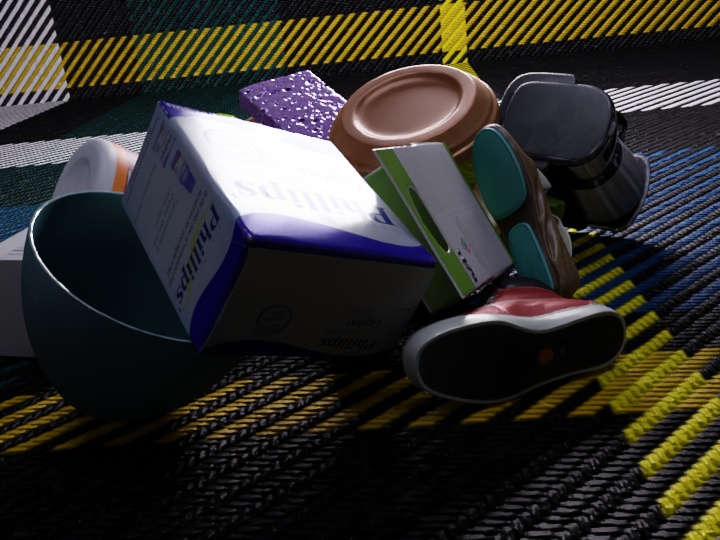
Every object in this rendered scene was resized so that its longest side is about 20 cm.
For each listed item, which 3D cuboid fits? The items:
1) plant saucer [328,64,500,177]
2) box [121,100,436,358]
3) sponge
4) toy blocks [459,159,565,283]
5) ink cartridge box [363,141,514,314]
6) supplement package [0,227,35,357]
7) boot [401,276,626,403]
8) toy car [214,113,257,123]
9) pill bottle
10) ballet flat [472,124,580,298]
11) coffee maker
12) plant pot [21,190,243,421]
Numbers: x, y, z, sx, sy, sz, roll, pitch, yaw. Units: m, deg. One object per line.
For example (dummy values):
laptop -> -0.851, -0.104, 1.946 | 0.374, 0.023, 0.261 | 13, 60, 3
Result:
plant saucer -> 0.057, -0.175, 0.918 | 0.199, 0.038, 0.201 | -10, 43, 9
box -> -0.070, -0.031, 0.661 | 0.183, 0.105, 0.200 | 6, 34, -40
sponge -> -0.060, -0.191, 1.044 | 0.111, 0.030, 0.200 | -23, 50, -29
toy blocks -> 0.108, -0.048, 0.910 | 0.199, 0.100, 0.137 | 23, 57, 22
ink cartridge box -> 0.057, -0.038, 0.749 | 0.076, 0.148, 0.200 | -32, -4, 24
supplement package -> -0.304, 0.002, 0.888 | 0.109, 0.114, 0.200 | 1, 21, 13
boot -> 0.108, 0.051, 0.714 | 0.199, 0.073, 0.144 | -7, 18, -22
toy car -> -0.128, -0.108, 1.107 | 0.164, 0.158, 0.200 | 7, 34, -15
pill bottle -> -0.196, -0.044, 0.811 | 0.200, 0.113, 0.113 | 23, -1, -39
ballet flat -> 0.178, -0.058, 0.841 | 0.072, 0.201, 0.068 | -9, -18, -39
coffee maker -> 0.229, -0.131, 0.969 | 0.191, 0.135, 0.200 | -12, -25, 28
plant pot -> -0.189, 0.045, 0.673 | 0.199, 0.135, 0.200 | 24, 25, -12
